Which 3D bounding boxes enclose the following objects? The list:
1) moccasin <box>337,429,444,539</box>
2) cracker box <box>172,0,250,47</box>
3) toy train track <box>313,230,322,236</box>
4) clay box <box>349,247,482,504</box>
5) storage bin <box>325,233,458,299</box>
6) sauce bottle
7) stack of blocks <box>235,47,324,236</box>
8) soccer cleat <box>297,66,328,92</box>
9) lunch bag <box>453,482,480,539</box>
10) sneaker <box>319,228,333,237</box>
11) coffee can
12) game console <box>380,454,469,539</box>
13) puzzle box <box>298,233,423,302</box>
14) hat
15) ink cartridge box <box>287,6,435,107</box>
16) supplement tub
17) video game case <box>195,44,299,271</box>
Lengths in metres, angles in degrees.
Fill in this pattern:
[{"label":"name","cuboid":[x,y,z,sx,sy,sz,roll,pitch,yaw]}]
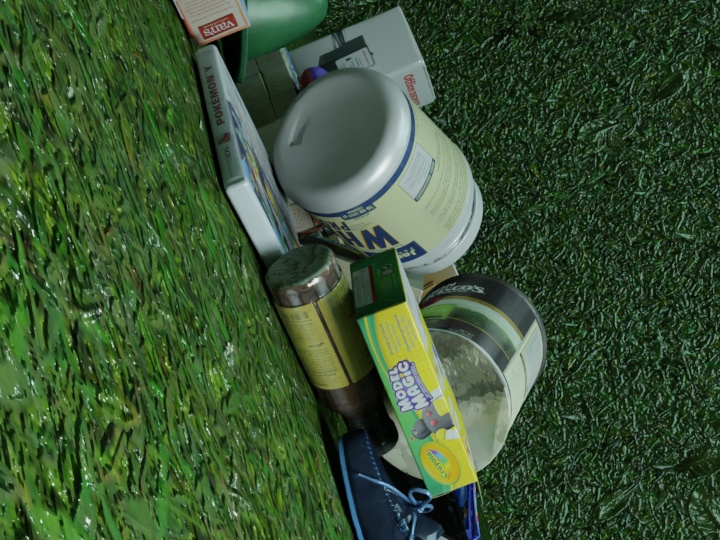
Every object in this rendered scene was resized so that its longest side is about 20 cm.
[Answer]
[{"label":"moccasin","cuboid":[0.038,0.221,1.068,0.080,0.068,0.202,32,38,-84]},{"label":"cracker box","cuboid":[-0.162,-0.312,1.131,0.201,0.057,0.135,64,7,-48]},{"label":"toy train track","cuboid":[-0.026,0.034,1.459,0.115,0.032,0.201,55,8,-47]},{"label":"clay box","cuboid":[0.047,0.095,1.094,0.115,0.047,0.201,-97,167,-68]},{"label":"storage bin","cuboid":[0.052,0.043,1.591,0.198,0.093,0.201,9,56,-62]},{"label":"sauce bottle","cuboid":[-0.018,0.073,1.107,0.065,0.064,0.201,-104,174,-58]},{"label":"stack of blocks","cuboid":[-0.077,-0.140,1.399,0.115,0.058,0.202,-11,80,-86]},{"label":"soccer cleat","cuboid":[-0.014,-0.168,1.422,0.200,0.076,0.067,61,9,-65]},{"label":"lunch bag","cuboid":[0.087,0.227,1.477,0.151,0.093,0.202,107,-31,-77]},{"label":"sneaker","cuboid":[-0.034,-0.078,1.580,0.200,0.070,0.074,53,16,-76]},{"label":"coffee can","cuboid":[0.094,0.099,1.285,0.148,0.145,0.200,69,21,-8]},{"label":"game console","cuboid":[0.030,0.227,1.300,0.175,0.116,0.201,30,26,-32]},{"label":"puzzle box","cuboid":[0.000,0.000,1.341,0.200,0.132,0.026,-50,160,-85]},{"label":"hat","cuboid":[-0.043,-0.270,1.297,0.200,0.174,0.167,-122,-150,-63]},{"label":"ink cartridge box","cuboid":[-0.019,-0.225,1.603,0.147,0.198,0.084,54,15,-76]},{"label":"supplement tub","cuboid":[0.023,-0.089,1.279,0.200,0.144,0.146,37,29,-51]},{"label":"video game case","cuboid":[-0.089,-0.067,1.150,0.201,0.023,0.183,67,5,-47]}]
